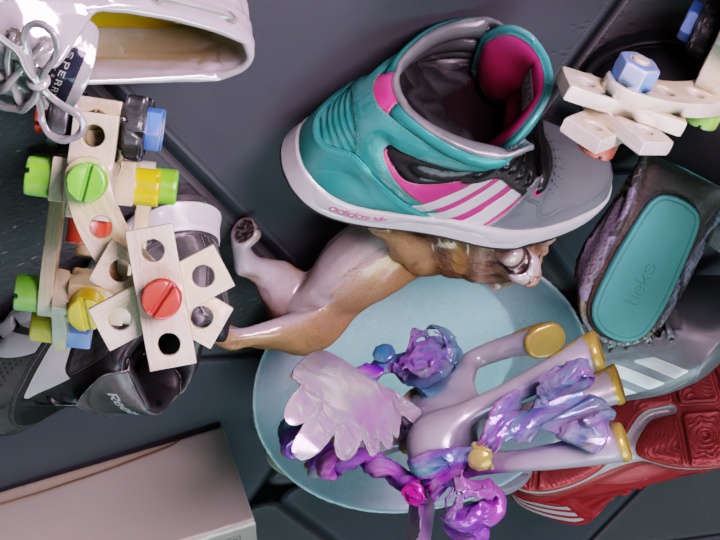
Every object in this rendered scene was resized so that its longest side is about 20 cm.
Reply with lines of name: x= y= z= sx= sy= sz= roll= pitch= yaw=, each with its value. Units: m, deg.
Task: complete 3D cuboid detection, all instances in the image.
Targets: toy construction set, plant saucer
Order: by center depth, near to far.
toy construction set: x=-0.118 y=-0.017 z=1.151 sx=0.092 sy=0.131 sz=0.200 roll=7 pitch=-177 yaw=-17
toy construction set: x=0.181 y=-0.127 z=1.177 sx=0.200 sy=0.092 sz=0.131 roll=-49 pitch=-177 yaw=27
plant saucer: x=0.033 y=0.057 z=1.468 sx=0.201 sy=0.039 sz=0.201 roll=-6 pitch=129 yaw=-7

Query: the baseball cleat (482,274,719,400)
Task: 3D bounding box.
baseball cleat: x=0.147 y=0.046 z=1.539 sx=0.200 sy=0.070 sz=0.106 roll=-24 pitch=153 yaw=4

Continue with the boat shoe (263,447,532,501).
boat shoe: x=0.027 y=0.109 z=1.591 sx=0.200 sy=0.072 sz=0.062 roll=11 pitch=163 yaw=-41

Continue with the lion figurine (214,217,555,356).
lion figurine: x=0.000 y=0.000 z=1.359 sx=0.200 sy=0.072 sz=0.122 roll=-24 pitch=150 yaw=19

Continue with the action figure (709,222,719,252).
action figure: x=0.291 y=-0.026 z=1.431 sx=0.193 sy=0.200 sz=0.105 roll=-7 pitch=-163 yaw=18

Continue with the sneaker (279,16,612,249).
sneaker: x=0.072 y=-0.073 z=1.265 sx=0.200 sy=0.084 sz=0.121 roll=1 pitch=155 yaw=-34

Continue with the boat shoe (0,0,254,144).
boat shoe: x=-0.135 y=-0.097 z=1.065 sx=0.202 sy=0.086 sz=0.075 roll=-2 pitch=147 yaw=-33

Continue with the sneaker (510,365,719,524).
sneaker: x=0.192 y=0.121 z=1.723 sx=0.200 sy=0.078 sz=0.116 roll=-7 pitch=161 yaw=0

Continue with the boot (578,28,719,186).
boot: x=0.203 y=-0.039 z=1.255 sx=0.198 sy=0.162 sz=0.073 roll=16 pitch=127 yaw=-3

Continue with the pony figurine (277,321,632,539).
pony figurine: x=0.043 y=0.096 z=1.355 sx=0.200 sy=0.167 sz=0.193 roll=-17 pitch=-166 yaw=8

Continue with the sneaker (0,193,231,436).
sneaker: x=-0.139 y=0.047 z=1.320 sx=0.200 sy=0.091 sz=0.066 roll=-38 pitch=147 yaw=30

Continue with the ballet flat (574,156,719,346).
ballet flat: x=0.178 y=-0.054 z=1.375 sx=0.072 sy=0.072 sz=0.200 roll=17 pitch=109 yaw=-50

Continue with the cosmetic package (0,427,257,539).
cosmetic package: x=-0.167 y=0.175 z=1.551 sx=0.200 sy=0.073 sz=0.104 roll=-16 pitch=152 yaw=-10
